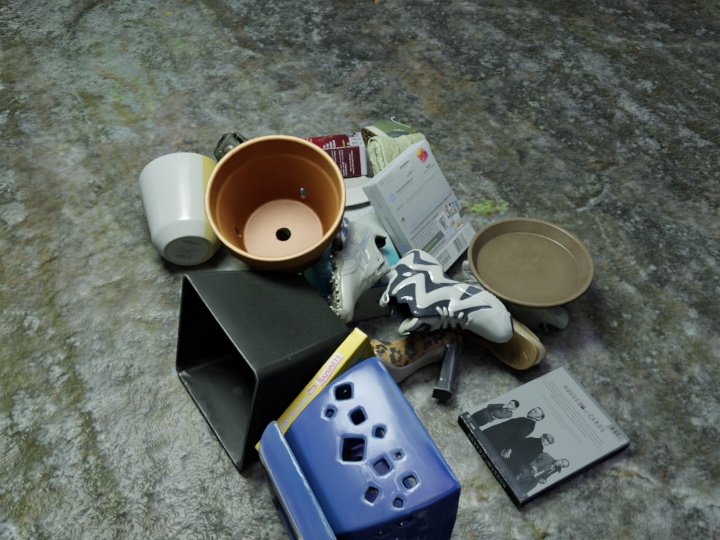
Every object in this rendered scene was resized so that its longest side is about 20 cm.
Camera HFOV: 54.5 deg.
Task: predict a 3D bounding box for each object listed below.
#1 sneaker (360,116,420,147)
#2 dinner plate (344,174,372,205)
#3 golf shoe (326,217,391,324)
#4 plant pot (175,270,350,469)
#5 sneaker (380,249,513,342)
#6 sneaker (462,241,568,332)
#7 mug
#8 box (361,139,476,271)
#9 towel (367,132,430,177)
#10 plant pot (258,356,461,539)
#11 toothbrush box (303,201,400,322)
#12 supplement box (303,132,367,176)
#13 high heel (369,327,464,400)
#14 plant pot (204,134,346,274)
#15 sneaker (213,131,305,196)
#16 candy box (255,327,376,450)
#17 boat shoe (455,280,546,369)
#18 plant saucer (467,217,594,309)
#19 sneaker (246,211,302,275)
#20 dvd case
[{"bbox_3d":[0.096,-0.251,1.404,0.090,0.067,0.200,-33,55,-24],"label":"sneaker"},{"bbox_3d":[-0.050,-0.150,1.269,0.200,0.024,0.200,-5,19,2],"label":"dinner plate"},{"bbox_3d":[0.000,0.000,1.051,0.097,0.078,0.200,9,49,-5],"label":"golf shoe"},{"bbox_3d":[-0.130,0.114,0.978,0.177,0.200,0.200,-19,51,-34],"label":"plant pot"},{"bbox_3d":[0.117,0.070,1.024,0.199,0.080,0.130,39,58,3],"label":"sneaker"},{"bbox_3d":[0.285,0.009,1.174,0.199,0.080,0.130,31,60,35],"label":"sneaker"},{"bbox_3d":[-0.279,-0.099,1.184,0.186,0.150,0.153,-17,57,5],"label":"mug"},{"bbox_3d":[0.106,-0.098,1.195,0.041,0.200,0.156,-11,26,48],"label":"box"},{"bbox_3d":[0.094,-0.149,1.249,0.148,0.036,0.200,-15,86,-41],"label":"towel"},{"bbox_3d":[-0.011,0.260,0.846,0.180,0.200,0.200,-23,54,-16],"label":"plant pot"},{"bbox_3d":[-0.022,-0.017,1.169,0.146,0.085,0.200,-10,48,-14],"label":"toothbrush box"},{"bbox_3d":[-0.091,-0.213,1.323,0.200,0.061,0.109,-6,24,-2],"label":"supplement box"},{"bbox_3d":[0.058,0.108,1.071,0.200,0.071,0.143,19,47,0],"label":"high heel"},{"bbox_3d":[-0.120,-0.078,1.041,0.200,0.140,0.201,0,67,-1],"label":"plant pot"},{"bbox_3d":[-0.176,-0.170,1.188,0.199,0.076,0.114,40,12,24],"label":"sneaker"},{"bbox_3d":[-0.054,0.172,0.935,0.026,0.102,0.200,36,77,23],"label":"candy box"},{"bbox_3d":[0.205,0.087,1.115,0.200,0.071,0.064,42,22,29],"label":"boat shoe"},{"bbox_3d":[0.271,-0.010,1.122,0.200,0.030,0.200,0,47,0],"label":"plant saucer"},{"bbox_3d":[-0.167,-0.059,1.161,0.084,0.077,0.200,-37,99,-18],"label":"sneaker"},{"bbox_3d":[0.263,0.232,1.006,0.200,0.025,0.150,-19,52,-21],"label":"dvd case"}]
